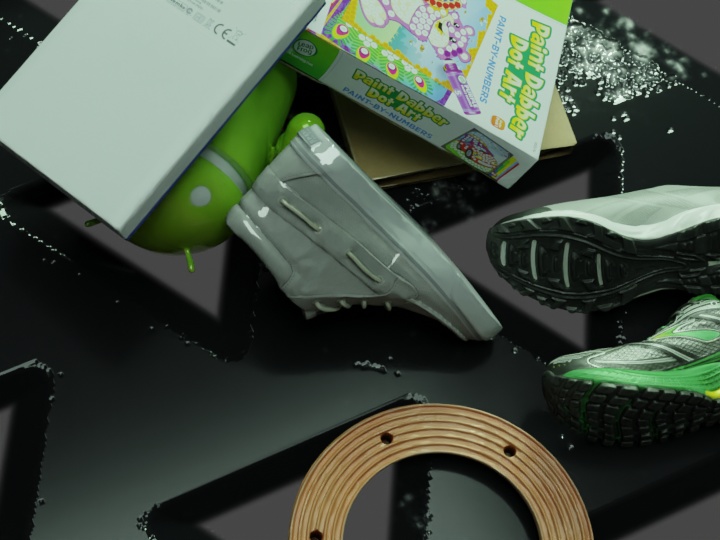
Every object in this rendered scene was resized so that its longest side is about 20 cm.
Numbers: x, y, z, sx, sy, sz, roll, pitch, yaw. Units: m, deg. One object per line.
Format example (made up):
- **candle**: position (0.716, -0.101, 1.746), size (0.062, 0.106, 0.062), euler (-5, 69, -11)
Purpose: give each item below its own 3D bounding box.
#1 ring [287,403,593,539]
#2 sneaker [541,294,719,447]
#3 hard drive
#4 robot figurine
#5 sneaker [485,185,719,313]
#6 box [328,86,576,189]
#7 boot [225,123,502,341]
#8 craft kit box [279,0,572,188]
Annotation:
- **ring**: position (0.052, 0.182, 1.202), size (0.200, 0.019, 0.201), euler (3, 65, -5)
- **sneaker**: position (0.213, 0.064, 1.253), size (0.200, 0.078, 0.085), euler (-5, 58, -18)
- **hard drive**: position (-0.135, -0.133, 1.193), size (0.132, 0.025, 0.200), euler (36, 80, 21)
- **robot figurine**: position (-0.114, -0.098, 1.261), size (0.175, 0.116, 0.200), euler (22, 65, -3)
- **sneaker**: position (0.187, -0.021, 1.294), size (0.200, 0.074, 0.079), euler (-3, 29, 1)
- **box**: position (0.052, -0.160, 1.362), size (0.163, 0.021, 0.200), euler (-11, 65, -12)
- **boot**: position (0.000, 0.000, 1.237), size (0.096, 0.074, 0.200), euler (-44, 111, 5)
- **craft kit box**: position (0.048, -0.183, 1.298), size (0.197, 0.049, 0.200), euler (29, 51, -17)
